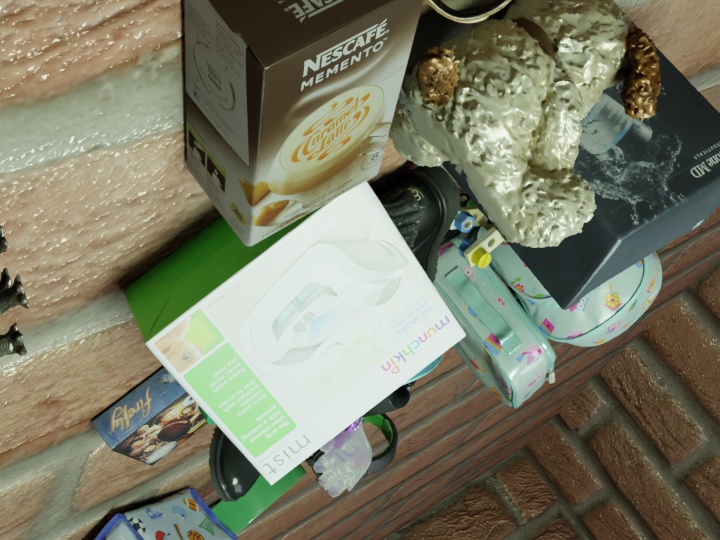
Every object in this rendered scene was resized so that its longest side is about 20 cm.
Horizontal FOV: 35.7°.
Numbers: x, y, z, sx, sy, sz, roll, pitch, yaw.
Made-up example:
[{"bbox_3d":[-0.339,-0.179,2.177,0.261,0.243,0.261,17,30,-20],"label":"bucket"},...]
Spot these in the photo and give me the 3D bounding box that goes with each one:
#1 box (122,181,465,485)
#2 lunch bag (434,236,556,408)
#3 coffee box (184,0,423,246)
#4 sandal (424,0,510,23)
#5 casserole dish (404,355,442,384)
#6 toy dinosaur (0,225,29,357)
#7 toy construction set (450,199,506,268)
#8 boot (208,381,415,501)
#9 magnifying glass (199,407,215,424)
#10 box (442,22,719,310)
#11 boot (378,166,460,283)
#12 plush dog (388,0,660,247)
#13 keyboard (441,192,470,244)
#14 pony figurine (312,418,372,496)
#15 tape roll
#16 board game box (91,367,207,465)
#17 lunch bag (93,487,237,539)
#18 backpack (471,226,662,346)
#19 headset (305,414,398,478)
[{"bbox_3d":[-0.050,0.033,0.876,0.199,0.097,0.177,-36,122,-3],"label":"box"},{"bbox_3d":[0.148,0.061,1.298,0.077,0.200,0.161,-36,161,-9],"label":"lunch bag"},{"bbox_3d":[-0.041,-0.114,0.686,0.114,0.080,0.200,-32,162,-20],"label":"coffee box"},{"bbox_3d":[0.075,-0.198,0.741,0.080,0.054,0.200,-45,168,23],"label":"sandal"},{"bbox_3d":[0.016,0.075,1.024,0.120,0.039,0.200,-21,-173,13],"label":"casserole dish"},{"bbox_3d":[-0.255,0.030,0.669,0.102,0.077,0.200,-16,159,-25],"label":"toy dinosaur"},{"bbox_3d":[0.173,-0.094,1.141,0.199,0.092,0.132,-33,139,-42],"label":"toy construction set"},{"bbox_3d":[-0.045,0.151,1.138,0.198,0.166,0.066,-12,129,23],"label":"boot"},{"bbox_3d":[-0.075,0.092,1.126,0.199,0.022,0.080,-30,160,-21],"label":"magnifying glass"},{"bbox_3d":[0.206,-0.106,0.997,0.196,0.200,0.118,-28,160,-30],"label":"box"},{"bbox_3d":[-0.002,-0.002,1.043,0.157,0.079,0.212,-33,155,-32],"label":"boot"},{"bbox_3d":[0.120,-0.145,0.815,0.171,0.200,0.161,-39,142,-13],"label":"plush dog"},{"bbox_3d":[0.091,-0.053,1.205,0.199,0.040,0.104,-29,-176,-31],"label":"keyboard"},{"bbox_3d":[-0.027,0.144,1.292,0.193,0.166,0.201,-28,146,-51],"label":"pony figurine"},{"bbox_3d":[-0.164,0.326,1.535,0.200,0.048,0.200,-41,175,-4],"label":"tape roll"},{"bbox_3d":[-0.154,0.112,1.103,0.199,0.035,0.136,-37,163,-4],"label":"board game box"},{"bbox_3d":[-0.281,0.380,1.386,0.200,0.124,0.170,-51,161,17],"label":"lunch bag"},{"bbox_3d":[0.244,-0.014,1.301,0.176,0.201,0.153,-41,162,12],"label":"backpack"},{"bbox_3d":[-0.045,0.221,1.488,0.198,0.124,0.095,-11,127,-22],"label":"headset"}]
